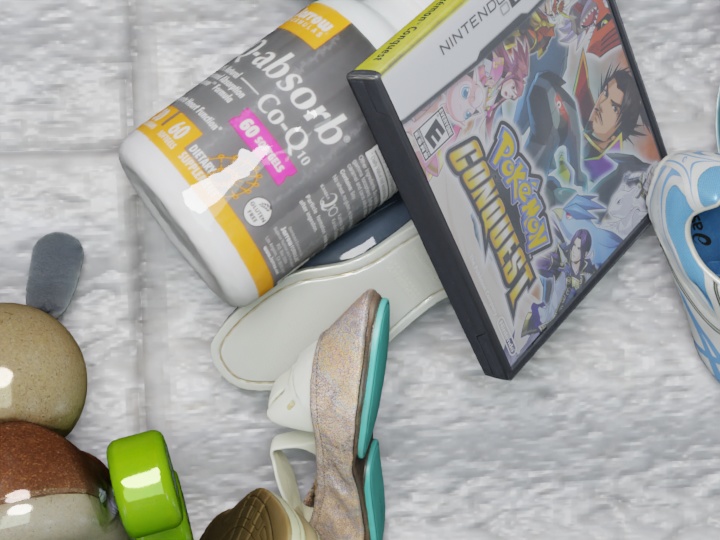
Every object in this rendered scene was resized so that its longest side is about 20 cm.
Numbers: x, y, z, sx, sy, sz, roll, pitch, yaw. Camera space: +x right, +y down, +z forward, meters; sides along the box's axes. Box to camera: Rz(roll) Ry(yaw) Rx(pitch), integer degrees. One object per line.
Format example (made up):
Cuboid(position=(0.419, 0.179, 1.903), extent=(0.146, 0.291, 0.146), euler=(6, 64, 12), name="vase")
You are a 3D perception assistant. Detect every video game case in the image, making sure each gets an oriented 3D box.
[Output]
Cuboid(position=(0.094, -0.072, 0.771), extent=(0.181, 0.025, 0.200), euler=(-44, 123, -29), name="video game case")

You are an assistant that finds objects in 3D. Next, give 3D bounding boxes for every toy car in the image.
Cuboid(position=(-0.199, 0.079, 0.800), extent=(0.164, 0.158, 0.200), euler=(-14, 69, -8), name="toy car")

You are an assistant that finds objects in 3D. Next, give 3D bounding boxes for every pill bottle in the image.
Cuboid(position=(-0.025, -0.080, 0.781), extent=(0.200, 0.116, 0.116), euler=(-38, 99, -11), name="pill bottle")

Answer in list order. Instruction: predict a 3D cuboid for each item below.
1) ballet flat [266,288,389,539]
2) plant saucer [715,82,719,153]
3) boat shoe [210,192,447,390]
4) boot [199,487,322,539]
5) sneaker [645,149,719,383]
Cuboid(position=(-0.020, 0.094, 0.801), extent=(0.067, 0.068, 0.200), euler=(7, 126, 8), name="ballet flat")
Cuboid(position=(0.312, -0.094, 0.864), extent=(0.200, 0.027, 0.201), euler=(-1, 97, -5), name="plant saucer")
Cuboid(position=(0.000, 0.000, 0.824), extent=(0.200, 0.062, 0.075), euler=(-35, 115, 8), name="boat shoe")
Cuboid(position=(-0.012, 0.189, 0.782), extent=(0.154, 0.200, 0.072), euler=(28, 71, -9), name="boot")
Cuboid(position=(0.232, 0.018, 0.836), extent=(0.072, 0.072, 0.200), euler=(-33, 115, -2), name="sneaker")
